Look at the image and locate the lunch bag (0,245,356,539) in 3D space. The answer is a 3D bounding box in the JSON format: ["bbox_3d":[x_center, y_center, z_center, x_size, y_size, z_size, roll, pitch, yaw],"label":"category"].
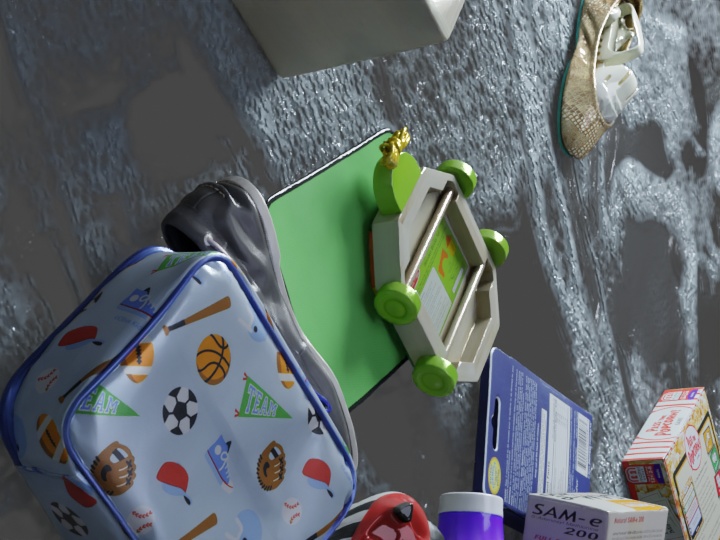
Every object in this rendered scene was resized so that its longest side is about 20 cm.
[{"bbox_3d":[-0.086,0.095,0.787,0.160,0.075,0.201,-52,128,-35],"label":"lunch bag"}]

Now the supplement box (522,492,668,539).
[{"bbox_3d":[0.174,0.279,1.168,0.126,0.073,0.202,14,84,-57],"label":"supplement box"}]

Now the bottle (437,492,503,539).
[{"bbox_3d":[0.074,0.259,1.047,0.083,0.065,0.201,28,60,-54],"label":"bottle"}]

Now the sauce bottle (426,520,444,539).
[{"bbox_3d":[-0.001,0.228,0.932,0.200,0.064,0.065,-52,127,-50],"label":"sauce bottle"}]

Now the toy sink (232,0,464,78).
[{"bbox_3d":[-0.027,-0.240,0.928,0.200,0.130,0.112,56,40,-34],"label":"toy sink"}]

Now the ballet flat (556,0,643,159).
[{"bbox_3d":[0.231,-0.193,1.405,0.071,0.065,0.201,47,46,-44],"label":"ballet flat"}]

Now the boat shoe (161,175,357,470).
[{"bbox_3d":[-0.063,0.045,0.877,0.057,0.067,0.201,-31,106,-40],"label":"boat shoe"}]

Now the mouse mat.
[{"bbox_3d":[0.000,0.000,1.038,0.200,0.007,0.162,-36,114,-55],"label":"mouse mat"}]

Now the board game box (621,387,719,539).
[{"bbox_3d":[0.327,0.240,1.486,0.151,0.046,0.201,-40,117,-54],"label":"board game box"}]

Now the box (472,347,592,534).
[{"bbox_3d":[0.134,0.147,1.202,0.200,0.032,0.122,36,54,-52],"label":"box"}]

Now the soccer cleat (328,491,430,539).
[{"bbox_3d":[-0.041,0.196,0.873,0.200,0.085,0.069,-35,103,-31],"label":"soccer cleat"}]

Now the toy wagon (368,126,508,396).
[{"bbox_3d":[0.050,-0.014,1.082,0.201,0.039,0.156,62,36,-30],"label":"toy wagon"}]
